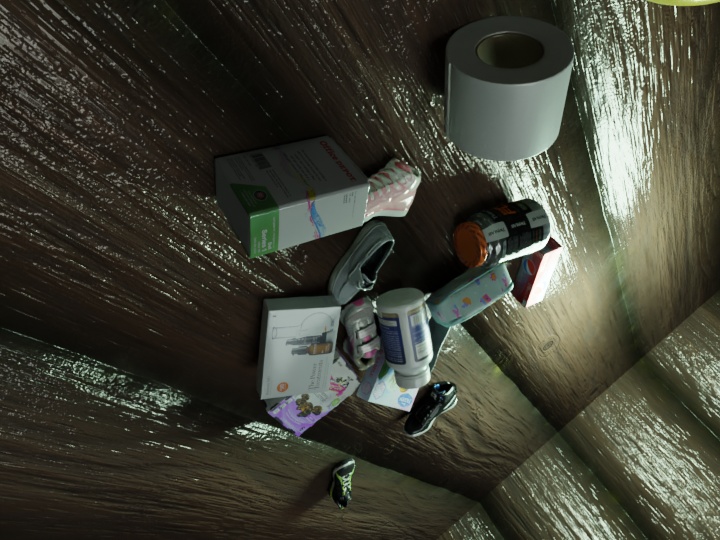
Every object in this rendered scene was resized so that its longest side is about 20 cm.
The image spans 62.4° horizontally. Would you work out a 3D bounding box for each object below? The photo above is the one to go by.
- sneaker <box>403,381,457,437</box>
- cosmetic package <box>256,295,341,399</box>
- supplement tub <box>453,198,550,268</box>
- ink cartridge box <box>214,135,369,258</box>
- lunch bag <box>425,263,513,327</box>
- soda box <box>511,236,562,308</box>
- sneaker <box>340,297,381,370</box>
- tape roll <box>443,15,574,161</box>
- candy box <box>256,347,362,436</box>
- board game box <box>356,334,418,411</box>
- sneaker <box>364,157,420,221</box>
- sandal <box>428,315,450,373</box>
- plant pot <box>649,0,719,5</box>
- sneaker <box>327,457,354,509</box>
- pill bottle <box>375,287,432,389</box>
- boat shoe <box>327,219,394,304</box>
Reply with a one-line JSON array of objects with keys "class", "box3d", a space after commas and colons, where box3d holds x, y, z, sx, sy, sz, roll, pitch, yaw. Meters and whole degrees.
[{"class": "sneaker", "box3d": [0.201, 0.395, 1.751, 0.198, 0.073, 0.113, -34, 140, -20]}, {"class": "cosmetic package", "box3d": [-0.125, 0.153, 1.183, 0.147, 0.052, 0.205, -2, 116, -22]}, {"class": "supplement tub", "box3d": [0.310, -0.079, 1.311, 0.196, 0.123, 0.124, -18, 138, -26]}, {"class": "ink cartridge box", "box3d": [-0.104, -0.118, 0.904, 0.196, 0.146, 0.085, -18, 140, -26]}, {"class": "lunch bag", "box3d": [0.253, 0.051, 1.383, 0.197, 0.078, 0.160, -31, -177, -7]}, {"class": "soda box", "box3d": [0.464, 0.002, 1.572, 0.069, 0.064, 0.203, -20, 139, -22]}, {"class": "sneaker", "box3d": [0.008, 0.142, 1.309, 0.080, 0.089, 0.203, -24, 140, -17]}, {"class": "tape roll", "box3d": [0.234, -0.296, 0.964, 0.199, 0.204, 0.141, -26, 141, -15]}, {"class": "candy box", "box3d": [-0.110, 0.264, 1.346, 0.198, 0.072, 0.169, -37, 143, -4]}, {"class": "board game box", "box3d": [0.095, 0.232, 1.450, 0.199, 0.041, 0.204, 26, 85, -51]}, {"class": "sneaker", "box3d": [0.031, -0.149, 1.044, 0.197, 0.076, 0.106, -9, 139, -44]}, {"class": "sandal", "box3d": [0.157, 0.197, 1.425, 0.201, 0.075, 0.043, -51, 164, -22]}, {"class": "plant pot", "box3d": [0.622, -0.564, 1.067, 0.196, 0.143, 0.203, -22, 140, -20]}, {"class": "sneaker", "box3d": [-0.043, 0.641, 1.776, 0.070, 0.083, 0.203, -14, 136, -28]}, {"class": "pill bottle", "box3d": [0.102, 0.151, 1.315, 0.109, 0.110, 0.205, -18, 109, -24]}, {"class": "boat shoe", "box3d": [0.001, 0.000, 1.173, 0.069, 0.072, 0.203, 7, 123, -43]}]
